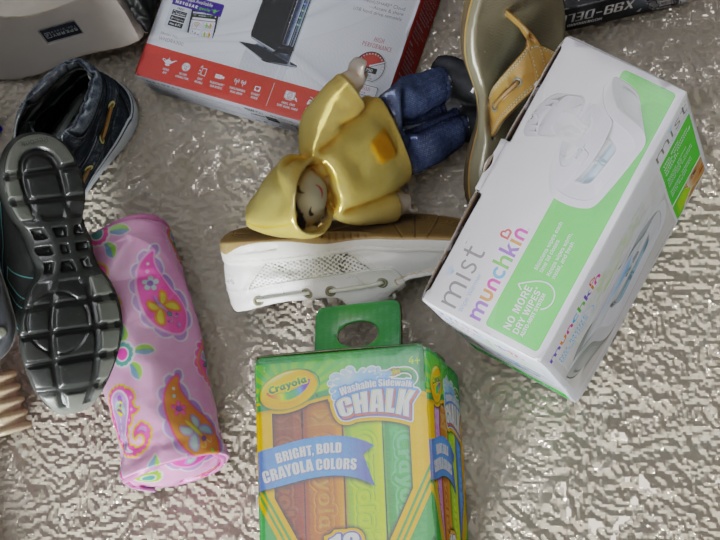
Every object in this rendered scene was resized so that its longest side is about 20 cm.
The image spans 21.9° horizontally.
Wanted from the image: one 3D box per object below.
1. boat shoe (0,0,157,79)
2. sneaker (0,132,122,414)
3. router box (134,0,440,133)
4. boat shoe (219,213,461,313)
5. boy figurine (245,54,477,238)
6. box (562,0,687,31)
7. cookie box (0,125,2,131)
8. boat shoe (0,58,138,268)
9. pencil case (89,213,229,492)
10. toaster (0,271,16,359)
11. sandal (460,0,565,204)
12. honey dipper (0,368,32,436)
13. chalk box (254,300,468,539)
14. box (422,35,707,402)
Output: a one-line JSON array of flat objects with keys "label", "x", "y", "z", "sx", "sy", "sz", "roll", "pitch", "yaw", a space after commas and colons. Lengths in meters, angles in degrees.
[{"label": "boat shoe", "x": -0.239, "y": -0.212, "z": 1.457, "sx": 0.200, "sy": 0.075, "sz": 0.093, "roll": -5, "pitch": 46, "yaw": 25}, {"label": "sneaker", "x": -0.219, "y": 0.003, "z": 1.330, "sx": 0.075, "sy": 0.079, "sz": 0.201, "roll": -6, "pitch": 88, "yaw": -22}, {"label": "router box", "x": -0.048, "y": -0.199, "z": 1.408, "sx": 0.200, "sy": 0.049, "sz": 0.180, "roll": 16, "pitch": 82, "yaw": 17}, {"label": "boat shoe", "x": 0.000, "y": 0.000, "z": 1.349, "sx": 0.199, "sy": 0.071, "sz": 0.070, "roll": -3, "pitch": 103, "yaw": 6}, {"label": "boy figurine", "x": 0.003, "y": -0.086, "z": 1.306, "sx": 0.200, "sy": 0.125, "sz": 0.064, "roll": -30, "pitch": 28, "yaw": -30}, {"label": "box", "x": 0.142, "y": -0.277, "z": 1.351, "sx": 0.157, "sy": 0.050, "sz": 0.200, "roll": -14, "pitch": 79, "yaw": -4}, {"label": "cookie box", "x": -0.414, "y": -0.098, "z": 1.450, "sx": 0.200, "sy": 0.075, "sz": 0.171, "roll": 26, "pitch": 75, "yaw": 17}, {"label": "boat shoe", "x": -0.248, "y": -0.069, "z": 1.407, "sx": 0.071, "sy": 0.091, "sz": 0.201, "roll": 29, "pitch": 86, "yaw": 18}, {"label": "pencil case", "x": -0.158, "y": 0.059, "z": 1.360, "sx": 0.087, "sy": 0.087, "sz": 0.200, "roll": -19, "pitch": 74, "yaw": 9}, {"label": "toaster", "x": -0.322, "y": -0.001, "z": 1.313, "sx": 0.113, "sy": 0.129, "sz": 0.200, "roll": -25, "pitch": 87, "yaw": -16}, {"label": "sandal", "x": 0.113, "y": -0.120, "z": 1.296, "sx": 0.080, "sy": 0.054, "sz": 0.200, "roll": -10, "pitch": 116, "yaw": -25}, {"label": "honey dipper", "x": -0.294, "y": 0.028, "z": 1.398, "sx": 0.038, "sy": 0.038, "sz": 0.200, "roll": -17, "pitch": 90, "yaw": 10}, {"label": "chalk box", "x": 0.001, "y": 0.118, "z": 1.286, "sx": 0.124, "sy": 0.124, "sz": 0.201, "roll": -7, "pitch": 76, "yaw": 12}, {"label": "box", "x": 0.141, "y": -0.031, "z": 1.257, "sx": 0.097, "sy": 0.176, "sz": 0.200, "roll": 28, "pitch": 85, "yaw": 18}]
